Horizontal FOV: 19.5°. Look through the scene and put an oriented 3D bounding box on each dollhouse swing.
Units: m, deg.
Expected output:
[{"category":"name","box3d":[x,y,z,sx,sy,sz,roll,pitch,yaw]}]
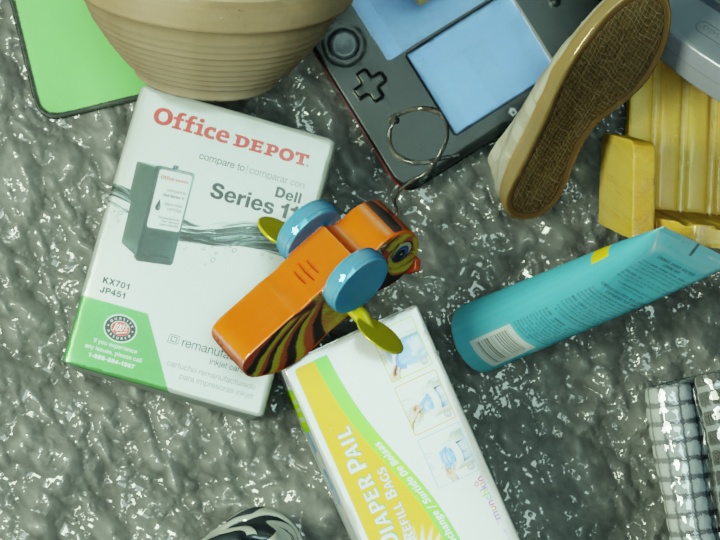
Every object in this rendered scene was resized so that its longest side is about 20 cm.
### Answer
[{"category":"dollhouse swing","box3d":[0.280,-0.107,1.469,0.198,0.182,0.178,5,95,-4]}]

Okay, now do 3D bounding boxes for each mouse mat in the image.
[{"category":"mouse mat","box3d":[-0.153,-0.206,1.510,0.198,0.008,0.162,-13,87,-6]}]

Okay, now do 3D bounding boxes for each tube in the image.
[{"category":"tube","box3d":[0.150,0.017,1.432,0.077,0.199,0.051,16,60,-44]}]

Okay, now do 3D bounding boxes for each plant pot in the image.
[{"category":"plant pot","box3d":[-0.104,-0.176,1.433,0.199,0.201,0.093,5,115,-5]}]

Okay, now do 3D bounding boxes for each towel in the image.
[{"category":"towel","box3d":[0.268,0.146,1.420,0.085,0.200,0.167,-14,84,26]}]

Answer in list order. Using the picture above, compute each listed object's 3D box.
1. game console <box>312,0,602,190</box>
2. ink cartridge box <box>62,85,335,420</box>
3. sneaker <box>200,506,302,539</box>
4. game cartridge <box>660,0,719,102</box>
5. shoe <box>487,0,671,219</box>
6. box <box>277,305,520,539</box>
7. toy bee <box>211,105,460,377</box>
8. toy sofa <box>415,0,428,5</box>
[{"category":"game console","box3d":[0.066,-0.180,1.509,0.199,0.031,0.178,-32,84,-6]},{"category":"ink cartridge box","box3d":[-0.111,-0.012,1.458,0.145,0.083,0.202,15,83,-4]},{"category":"sneaker","box3d":[-0.120,0.236,1.413,0.198,0.130,0.080,-33,88,-7]},{"category":"game cartridge","box3d":[0.279,-0.171,1.474,0.200,0.042,0.133,38,62,24]},{"category":"shoe","box3d":[0.145,-0.126,1.457,0.069,0.054,0.201,11,127,-30]},{"category":"box","box3d":[0.029,0.137,1.444,0.101,0.112,0.201,-24,89,-6]},{"category":"toy bee","box3d":[0.000,0.000,1.382,0.199,0.109,0.132,-27,66,12]},{"category":"toy sofa","box3d":[0.015,-0.295,1.466,0.083,0.098,0.200,-36,74,-7]}]
